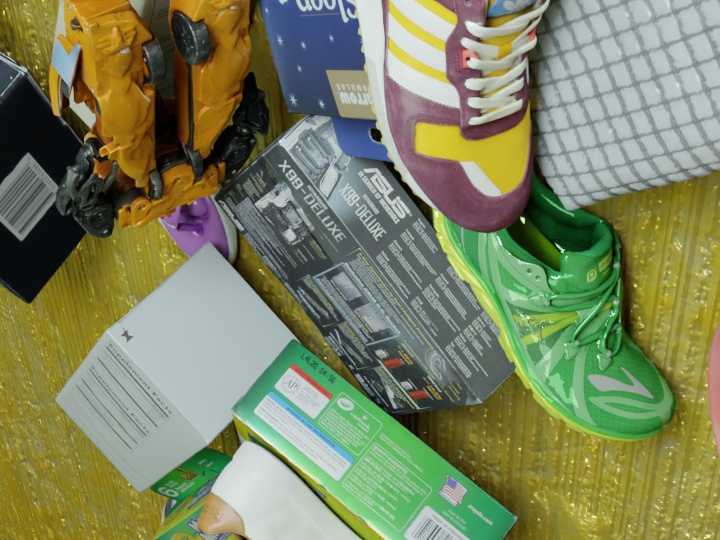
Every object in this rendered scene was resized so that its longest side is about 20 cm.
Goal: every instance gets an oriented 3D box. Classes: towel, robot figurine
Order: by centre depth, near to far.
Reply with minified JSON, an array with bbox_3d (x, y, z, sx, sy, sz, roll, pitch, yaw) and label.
[{"bbox_3d":[0.125,-0.141,0.572,0.165,0.085,0.202,-12,108,56],"label":"towel"},{"bbox_3d":[-0.117,-0.100,0.715,0.058,0.144,0.201,53,154,22],"label":"robot figurine"}]

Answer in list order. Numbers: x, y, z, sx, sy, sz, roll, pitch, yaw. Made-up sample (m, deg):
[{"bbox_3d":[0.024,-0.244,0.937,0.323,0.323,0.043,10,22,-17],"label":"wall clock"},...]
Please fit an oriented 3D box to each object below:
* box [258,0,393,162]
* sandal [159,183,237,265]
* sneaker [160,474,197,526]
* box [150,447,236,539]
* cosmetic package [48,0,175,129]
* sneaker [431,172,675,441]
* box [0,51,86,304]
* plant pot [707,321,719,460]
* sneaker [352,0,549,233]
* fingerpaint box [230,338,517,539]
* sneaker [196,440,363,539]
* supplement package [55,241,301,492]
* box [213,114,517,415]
[{"bbox_3d":[-0.015,-0.147,0.635,0.121,0.032,0.202,15,126,57],"label":"box"},{"bbox_3d":[-0.154,-0.080,0.907,0.082,0.050,0.204,6,127,42],"label":"sandal"},{"bbox_3d":[-0.116,0.290,1.161,0.201,0.078,0.079,56,139,10],"label":"sneaker"},{"bbox_3d":[-0.082,0.231,1.017,0.200,0.049,0.117,41,137,-9],"label":"box"},{"bbox_3d":[-0.120,-0.179,0.748,0.073,0.103,0.201,44,141,14],"label":"cosmetic package"},{"bbox_3d":[0.120,0.018,0.718,0.201,0.074,0.083,51,143,-6],"label":"sneaker"},{"bbox_3d":[-0.317,-0.102,0.926,0.196,0.124,0.200,33,167,19],"label":"box"},{"bbox_3d":[0.281,0.063,0.530,0.201,0.200,0.177,50,133,-3],"label":"plant pot"},{"bbox_3d":[0.049,-0.106,0.556,0.090,0.075,0.202,13,129,55],"label":"sneaker"},{"bbox_3d":[0.008,0.158,0.900,0.199,0.073,0.167,37,163,13],"label":"fingerpaint box"},{"bbox_3d":[-0.036,0.213,0.861,0.200,0.085,0.073,45,160,-17],"label":"sneaker"},{"bbox_3d":[-0.147,0.082,0.966,0.110,0.114,0.200,47,150,-2],"label":"supplement package"},{"bbox_3d":[0.000,0.000,0.799,0.201,0.050,0.158,52,158,-5],"label":"box"}]
